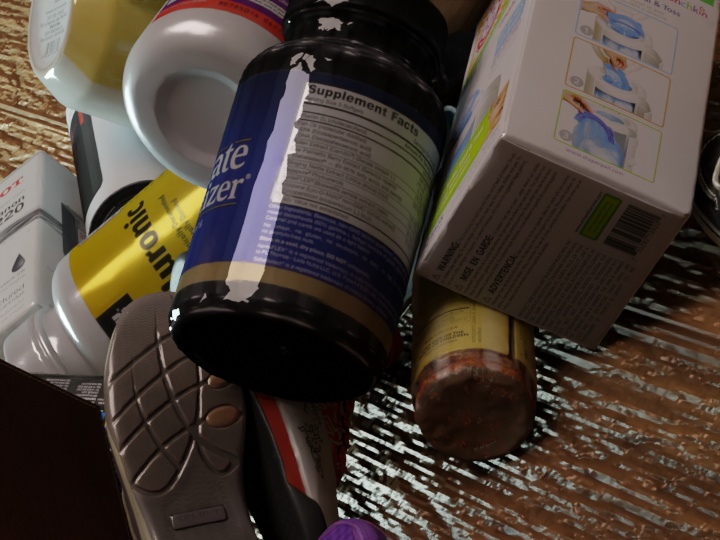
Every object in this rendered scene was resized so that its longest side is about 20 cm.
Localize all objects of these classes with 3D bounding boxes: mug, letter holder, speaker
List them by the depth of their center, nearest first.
[{"bbox_3d":[-0.188,0.152,1.321,0.100,0.142,0.201,-32,55,20],"label":"letter holder"},{"bbox_3d":[-0.120,-0.166,1.680,0.187,0.152,0.150,-64,30,33],"label":"mug"},{"bbox_3d":[-0.148,-0.067,1.760,0.081,0.081,0.200,-40,28,11],"label":"speaker"}]

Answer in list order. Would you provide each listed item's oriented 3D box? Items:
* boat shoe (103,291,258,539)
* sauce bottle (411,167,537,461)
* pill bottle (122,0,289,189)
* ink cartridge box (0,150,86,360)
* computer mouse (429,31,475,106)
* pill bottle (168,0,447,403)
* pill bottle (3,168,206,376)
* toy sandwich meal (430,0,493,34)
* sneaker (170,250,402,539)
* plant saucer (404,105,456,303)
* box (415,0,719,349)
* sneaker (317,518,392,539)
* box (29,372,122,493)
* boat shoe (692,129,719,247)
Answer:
[{"bbox_3d":[-0.095,0.112,1.360,0.073,0.074,0.201,126,137,-64],"label":"boat shoe"},{"bbox_3d":[0.059,0.014,1.373,0.066,0.066,0.201,-33,27,23],"label":"sauce bottle"},{"bbox_3d":[-0.048,-0.139,1.498,0.112,0.113,0.200,-24,24,36],"label":"pill bottle"},{"bbox_3d":[-0.234,0.033,1.739,0.145,0.085,0.200,-37,26,16],"label":"ink cartridge box"},{"bbox_3d":[0.017,-0.099,1.513,0.138,0.053,0.200,-44,-1,28],"label":"computer mouse"},{"bbox_3d":[-0.019,-0.044,1.338,0.111,0.112,0.201,-13,54,47],"label":"pill bottle"},{"bbox_3d":[-0.110,0.010,1.564,0.200,0.111,0.111,-40,27,13],"label":"pill bottle"},{"bbox_3d":[0.116,-0.187,1.448,0.205,0.205,0.071,-32,53,25],"label":"toy sandwich meal"},{"bbox_3d":[-0.019,0.065,1.401,0.067,0.107,0.202,111,142,-49],"label":"sneaker"},{"bbox_3d":[0.000,0.000,1.487,0.200,0.019,0.070,-43,70,6],"label":"plant saucer"},{"bbox_3d":[0.109,-0.080,1.346,0.113,0.101,0.201,121,169,-45],"label":"box"},{"bbox_3d":[-0.055,0.193,1.258,0.201,0.088,0.080,-54,27,-18],"label":"sneaker"},{"bbox_3d":[-0.177,0.149,1.455,0.199,0.048,0.194,-1,62,35],"label":"box"},{"bbox_3d":[0.199,-0.038,1.232,0.072,0.071,0.200,-47,26,-2],"label":"boat shoe"}]
